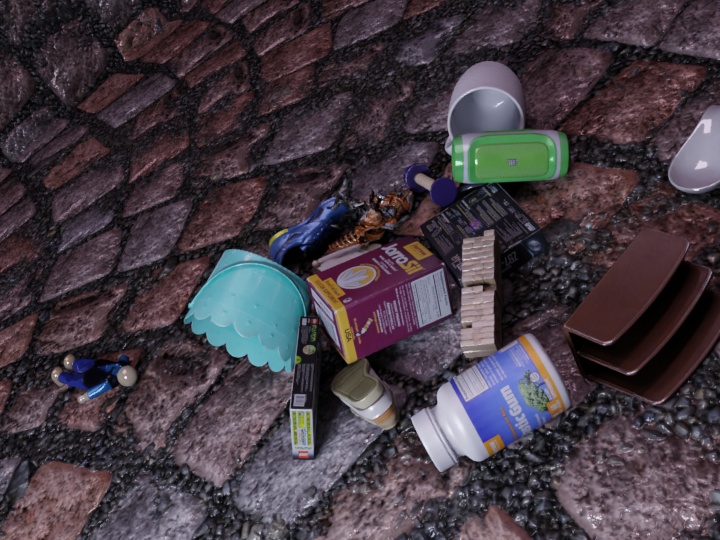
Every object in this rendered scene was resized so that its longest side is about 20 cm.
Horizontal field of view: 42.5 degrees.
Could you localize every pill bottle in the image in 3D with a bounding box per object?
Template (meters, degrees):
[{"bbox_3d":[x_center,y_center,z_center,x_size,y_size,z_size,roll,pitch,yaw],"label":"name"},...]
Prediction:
[{"bbox_3d":[0.171,0.181,1.232,0.198,0.113,0.113,-32,33,1],"label":"pill bottle"}]

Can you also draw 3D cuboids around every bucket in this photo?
[{"bbox_3d":[-0.179,0.067,1.552,0.204,0.207,0.137,6,66,43],"label":"bucket"}]

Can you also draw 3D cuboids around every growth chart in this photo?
[{"bbox_3d":[0.000,0.000,1.651,0.142,0.018,0.200,-17,30,-18],"label":"growth chart"}]

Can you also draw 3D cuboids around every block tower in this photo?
[{"bbox_3d":[0.185,0.038,1.412,0.057,0.054,0.204,-7,54,20],"label":"block tower"}]

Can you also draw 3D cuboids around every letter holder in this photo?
[{"bbox_3d":[0.388,0.059,1.222,0.200,0.101,0.141,-45,38,-19],"label":"letter holder"}]

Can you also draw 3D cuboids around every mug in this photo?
[{"bbox_3d":[0.230,-0.304,1.790,0.200,0.146,0.177,-49,16,34],"label":"mug"}]

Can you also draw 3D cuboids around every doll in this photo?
[{"bbox_3d":[-0.514,0.207,1.815,0.196,0.049,0.137,-1,35,30],"label":"doll"}]

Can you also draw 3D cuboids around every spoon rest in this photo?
[{"bbox_3d":[0.545,-0.195,1.449,0.098,0.061,0.201,1,45,40],"label":"spoon rest"}]

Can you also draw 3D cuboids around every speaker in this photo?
[{"bbox_3d":[0.259,-0.198,1.610,0.195,0.090,0.089,-3,37,1],"label":"speaker"}]

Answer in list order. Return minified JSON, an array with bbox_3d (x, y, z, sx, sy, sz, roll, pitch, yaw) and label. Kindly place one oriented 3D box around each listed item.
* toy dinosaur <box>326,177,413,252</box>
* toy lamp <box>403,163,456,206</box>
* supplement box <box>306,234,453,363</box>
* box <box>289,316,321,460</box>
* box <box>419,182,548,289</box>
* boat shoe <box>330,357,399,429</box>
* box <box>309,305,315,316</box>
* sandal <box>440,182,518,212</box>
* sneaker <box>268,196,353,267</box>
[{"bbox_3d":[0.012,-0.102,1.736,0.134,0.104,0.198,28,33,34],"label":"toy dinosaur"},{"bbox_3d":[0.123,-0.164,1.733,0.058,0.059,0.200,-33,19,-2],"label":"toy lamp"},{"bbox_3d":[0.032,0.043,1.487,0.197,0.105,0.131,-23,30,-16],"label":"supplement box"},{"bbox_3d":[-0.084,0.179,1.441,0.034,0.112,0.202,1,39,1],"label":"box"},{"bbox_3d":[0.205,-0.059,1.569,0.158,0.044,0.201,-32,34,0],"label":"box"},{"bbox_3d":[0.008,0.189,1.395,0.074,0.069,0.200,-39,13,-2],"label":"boat shoe"},{"bbox_3d":[-0.117,0.082,1.657,0.196,0.039,0.042,-19,34,20],"label":"box"},{"bbox_3d":[0.229,-0.165,1.684,0.197,0.043,0.077,-30,33,4],"label":"sandal"},{"bbox_3d":[-0.086,-0.070,1.811,0.198,0.066,0.079,-33,45,1],"label":"sneaker"}]
